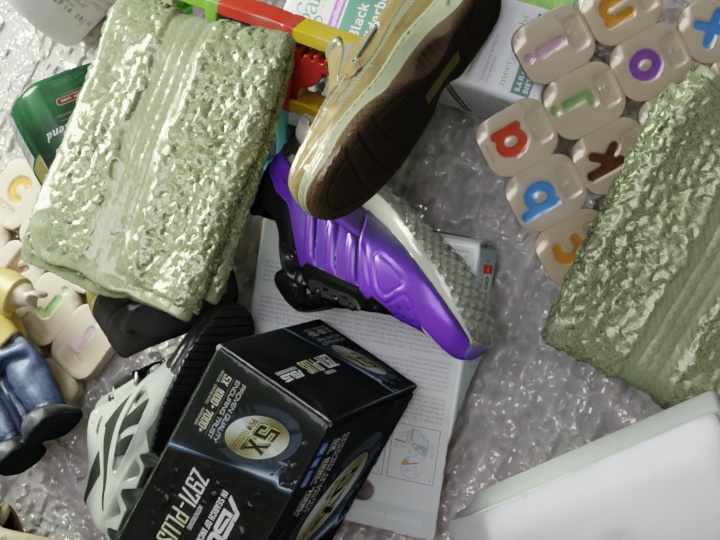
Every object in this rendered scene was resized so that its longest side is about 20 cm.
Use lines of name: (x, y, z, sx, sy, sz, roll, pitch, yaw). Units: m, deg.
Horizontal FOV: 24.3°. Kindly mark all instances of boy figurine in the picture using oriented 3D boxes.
boy figurine: (-0.278, 0.044, 1.195, 0.124, 0.064, 0.201, -40, 74, 11)

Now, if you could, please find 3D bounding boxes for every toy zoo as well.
toy zoo: (-0.051, -0.116, 1.153, 0.198, 0.020, 0.132, 22, 131, 22)

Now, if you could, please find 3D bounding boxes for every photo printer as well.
photo printer: (0.162, 0.188, 1.030, 0.198, 0.069, 0.168, -24, 88, 13)

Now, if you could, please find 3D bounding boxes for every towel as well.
towel: (-0.131, -0.077, 1.094, 0.147, 0.036, 0.202, 16, 80, 19)
towel: (0.215, -0.011, 1.050, 0.147, 0.036, 0.201, 30, 95, -3)

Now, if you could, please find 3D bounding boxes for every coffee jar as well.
coffee jar: (-0.164, -0.044, 1.174, 0.103, 0.085, 0.201, -21, 73, -18)

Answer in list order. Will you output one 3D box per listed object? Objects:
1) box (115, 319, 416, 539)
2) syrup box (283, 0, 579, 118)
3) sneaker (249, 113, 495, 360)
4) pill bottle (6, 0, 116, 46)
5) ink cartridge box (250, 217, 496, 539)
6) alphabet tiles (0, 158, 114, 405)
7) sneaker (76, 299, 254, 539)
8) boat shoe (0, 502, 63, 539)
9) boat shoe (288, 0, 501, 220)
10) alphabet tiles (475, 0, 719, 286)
box: (-0.068, 0.144, 1.058, 0.086, 0.164, 0.201, 32, 103, 15)
syrup box: (0.052, -0.163, 1.140, 0.198, 0.081, 0.079, 21, 86, 20)
sneaker: (0.000, 0.000, 1.084, 0.100, 0.069, 0.200, -46, 66, 13)
pill bottle: (-0.184, -0.272, 1.222, 0.200, 0.114, 0.115, -44, 70, 7)
ink cartridge box: (0.000, 0.066, 1.144, 0.161, 0.050, 0.202, 10, 96, 20)
alphabet tiles: (-0.271, 0.025, 1.244, 0.200, 0.015, 0.196, 38, 94, 21)
sneaker: (-0.145, 0.094, 1.150, 0.088, 0.074, 0.201, 40, 110, 33)
boat shoe: (-0.265, 0.197, 1.193, 0.198, 0.071, 0.065, 17, 76, 15)
boat shoe: (0.008, -0.118, 1.052, 0.076, 0.072, 0.200, 27, 64, 24)
alphabet tiles: (0.182, -0.085, 1.067, 0.194, 0.015, 0.201, -30, 98, 1)
